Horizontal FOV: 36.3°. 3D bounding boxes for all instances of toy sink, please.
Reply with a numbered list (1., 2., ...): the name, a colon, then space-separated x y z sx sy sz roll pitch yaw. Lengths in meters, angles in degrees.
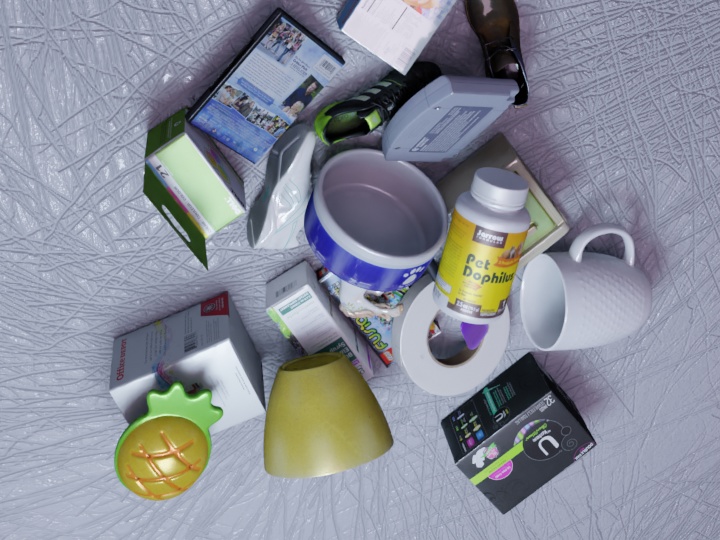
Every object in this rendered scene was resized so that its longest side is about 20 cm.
1. toy sink: 0.225 -0.077 1.640 0.130 0.113 0.200 -36 117 11

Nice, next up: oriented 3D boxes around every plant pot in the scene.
1. plant pot: -0.058 0.203 1.623 0.196 0.200 0.145 -11 98 -3

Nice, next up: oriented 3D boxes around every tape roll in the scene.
1. tape roll: 0.142 0.096 1.723 0.199 0.037 0.207 -7 107 -23

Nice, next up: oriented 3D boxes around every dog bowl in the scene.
1. dog bowl: 0.021 -0.072 1.554 0.196 0.203 0.079 12 139 -15

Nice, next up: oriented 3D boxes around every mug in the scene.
1. mug: 0.360 0.022 1.696 0.172 0.148 0.204 -2 116 -20

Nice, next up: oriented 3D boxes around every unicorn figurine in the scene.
1. unicorn figurine: 0.000 0.000 1.621 0.134 0.074 0.203 5 120 3

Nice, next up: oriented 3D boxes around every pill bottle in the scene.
1. pill bottle: 0.172 -0.036 1.532 0.107 0.110 0.203 7 116 -13

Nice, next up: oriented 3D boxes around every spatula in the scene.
1. spatula: 0.138 0.037 1.671 0.057 0.020 0.201 -50 116 -29

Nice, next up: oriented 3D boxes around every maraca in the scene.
1. maraca: -0.273 0.244 1.561 0.135 0.107 0.202 16 115 -25

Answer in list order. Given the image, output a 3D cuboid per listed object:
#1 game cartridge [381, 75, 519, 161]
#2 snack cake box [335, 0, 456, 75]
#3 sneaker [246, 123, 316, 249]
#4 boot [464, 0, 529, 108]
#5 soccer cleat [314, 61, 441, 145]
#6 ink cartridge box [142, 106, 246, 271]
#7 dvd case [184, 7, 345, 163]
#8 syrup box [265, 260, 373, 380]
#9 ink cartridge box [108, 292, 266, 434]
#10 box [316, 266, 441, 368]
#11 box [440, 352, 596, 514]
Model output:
1. game cartridge: 0.113 -0.208 1.518 0.131 0.042 0.200 -7 162 -30
2. snack cake box: 0.068 -0.384 1.481 0.114 0.067 0.201 30 109 -20
3. sneaker: -0.100 -0.120 1.598 0.079 0.071 0.203 8 120 -30
4. boot: 0.197 -0.321 1.517 0.073 0.097 0.203 -20 119 1
5. soccer cleat: 0.028 -0.229 1.546 0.197 0.081 0.068 -25 119 4
6. ink cartridge box: -0.223 -0.112 1.497 0.075 0.201 0.149 -32 118 8
7. dvd case: -0.130 -0.251 1.515 0.200 0.018 0.142 -45 138 15
8. syrup box: -0.062 0.094 1.699 0.078 0.082 0.201 -29 117 10
9. ink cartridge box: -0.261 0.159 1.663 0.197 0.146 0.146 -21 119 3
10. box: 0.030 0.049 1.717 0.109 0.035 0.201 -34 118 9
11. box: 0.258 0.270 1.820 0.199 0.125 0.149 -40 116 10
